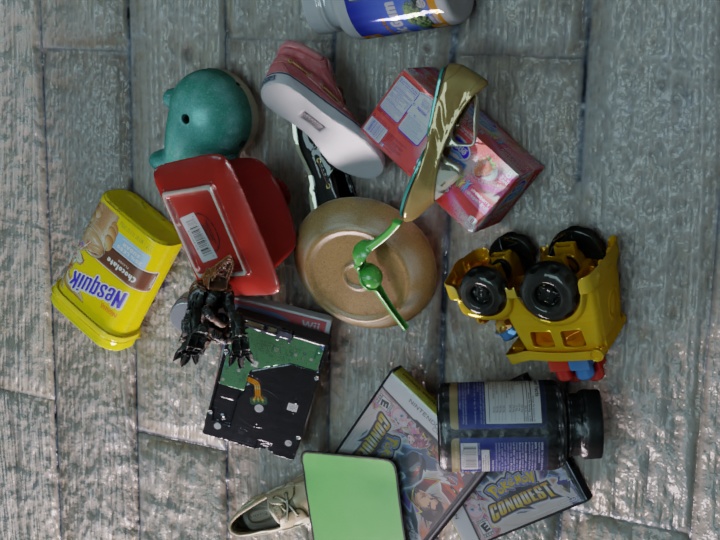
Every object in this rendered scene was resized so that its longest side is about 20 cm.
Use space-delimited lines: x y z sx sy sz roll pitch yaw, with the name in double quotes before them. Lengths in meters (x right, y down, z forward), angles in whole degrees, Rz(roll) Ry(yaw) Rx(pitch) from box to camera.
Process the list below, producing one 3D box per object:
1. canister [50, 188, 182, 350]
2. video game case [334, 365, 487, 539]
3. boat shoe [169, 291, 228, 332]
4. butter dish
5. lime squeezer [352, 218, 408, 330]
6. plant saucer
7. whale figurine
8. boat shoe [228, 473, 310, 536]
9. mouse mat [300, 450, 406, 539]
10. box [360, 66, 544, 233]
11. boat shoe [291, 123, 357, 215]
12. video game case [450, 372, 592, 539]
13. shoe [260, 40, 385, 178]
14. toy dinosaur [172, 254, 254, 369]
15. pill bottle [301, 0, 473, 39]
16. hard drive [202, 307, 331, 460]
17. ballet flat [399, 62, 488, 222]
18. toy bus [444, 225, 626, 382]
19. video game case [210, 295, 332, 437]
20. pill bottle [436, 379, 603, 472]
"canister" -0.364 -0.003 1.816 0.148 0.087 0.200 38 114 16
"video game case" 0.064 0.259 1.630 0.181 0.025 0.200 43 123 17
"boat shoe" -0.170 0.077 1.732 0.200 0.070 0.071 16 117 -1
"butter dish" -0.157 -0.079 1.634 0.199 0.148 0.200 -4 114 51
"lime squeezer" 0.026 -0.003 1.543 0.070 0.038 0.200 6 137 11
"plant saucer" 0.000 0.000 1.604 0.200 0.035 0.201 9 122 14
"whale figurine" -0.234 -0.191 1.693 0.200 0.104 0.159 -44 79 29
"boat shoe" -0.106 0.344 1.756 0.200 0.065 0.072 -24 89 30
"mouse mat" -0.006 0.347 1.675 0.161 0.008 0.200 0 103 33
"box" 0.115 -0.154 1.512 0.200 0.095 0.103 44 117 14
"boat shoe" -0.044 -0.145 1.617 0.063 0.074 0.202 -10 98 25
"video game case" 0.179 0.255 1.603 0.200 0.025 0.181 -30 85 30
"shoe" -0.037 -0.208 1.554 0.200 0.091 0.071 37 137 -26
"toy dinosaur" -0.201 0.053 1.586 0.102 0.200 0.136 -9 52 -3
"pill bottle" 0.031 -0.348 1.508 0.200 0.112 0.112 -4 99 30
"hard drive" -0.132 0.159 1.687 0.139 0.038 0.200 16 117 -1
"ballet flat" 0.100 -0.143 1.432 0.063 0.069 0.200 19 110 9
"toy bus" 0.225 0.056 1.489 0.200 0.136 0.192 -3 115 31
"video game case" -0.128 0.135 1.706 0.143 0.017 0.200 14 116 0
"pill bottle" 0.195 0.192 1.494 0.200 0.112 0.112 -1 101 5
